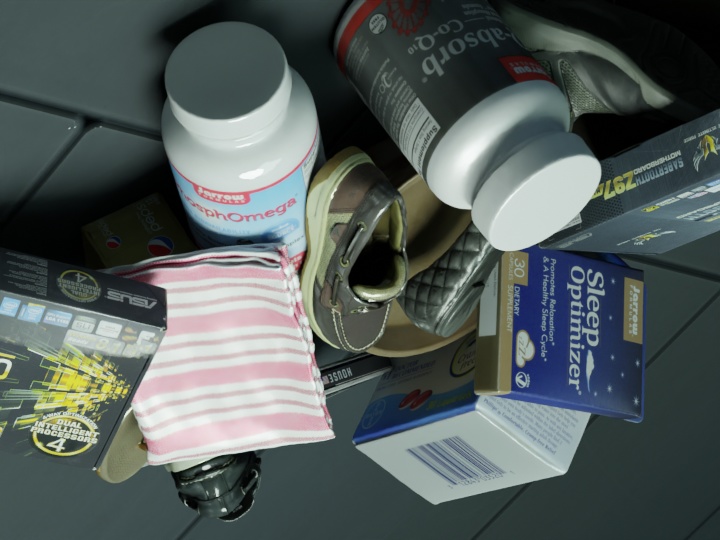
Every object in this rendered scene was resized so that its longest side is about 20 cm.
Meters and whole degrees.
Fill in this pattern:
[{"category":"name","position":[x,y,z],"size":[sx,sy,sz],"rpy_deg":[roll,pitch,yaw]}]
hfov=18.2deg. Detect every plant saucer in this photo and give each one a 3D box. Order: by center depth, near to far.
[{"category":"plant saucer","position":[0.060,-0.019,1.718],"size":[0.200,0.029,0.200],"rpy_deg":[-23,139,-21]}]

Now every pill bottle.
[{"category":"pill bottle","position":[-0.080,-0.082,1.568],"size":[0.109,0.109,0.200],"rpy_deg":[-30,151,-11]},{"category":"pill bottle","position":[0.077,-0.117,1.592],"size":[0.116,0.200,0.116],"rpy_deg":[-27,151,-17]}]

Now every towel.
[{"category":"towel","position":[-0.106,0.066,1.623],"size":[0.146,0.030,0.200],"rpy_deg":[-9,131,5]}]

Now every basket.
[{"category":"basket","position":[0.229,-0.121,1.835],"size":[0.180,0.136,0.200],"rpy_deg":[-2,141,-36]}]

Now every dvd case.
[{"category":"dvd case","position":[-0.087,0.115,1.858],"size":[0.150,0.025,0.200],"rpy_deg":[-26,173,40]}]

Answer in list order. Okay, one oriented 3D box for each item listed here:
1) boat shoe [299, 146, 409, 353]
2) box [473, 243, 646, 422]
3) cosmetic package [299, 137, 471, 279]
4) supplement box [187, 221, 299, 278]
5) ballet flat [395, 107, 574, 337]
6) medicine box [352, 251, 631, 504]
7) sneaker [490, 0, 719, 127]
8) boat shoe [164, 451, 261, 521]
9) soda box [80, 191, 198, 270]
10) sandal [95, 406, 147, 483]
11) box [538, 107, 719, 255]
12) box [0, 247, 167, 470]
[{"category":"boat shoe","position":[0.000,0.000,1.603],"size":[0.073,0.065,0.200],"rpy_deg":[-36,148,-21]},{"category":"box","position":[0.169,0.049,1.761],"size":[0.200,0.122,0.032],"rpy_deg":[13,165,-43]},{"category":"cosmetic package","position":[0.040,-0.047,1.776],"size":[0.200,0.087,0.104],"rpy_deg":[-25,146,-19]},{"category":"supplement box","position":[-0.090,0.014,1.749],"size":[0.066,0.069,0.200],"rpy_deg":[-26,149,-17]},{"category":"ballet flat","position":[0.093,-0.041,1.667],"size":[0.200,0.057,0.066],"rpy_deg":[-56,160,10]},{"category":"medicine box","position":[0.113,0.075,1.861],"size":[0.182,0.103,0.200],"rpy_deg":[-22,-144,53]},{"category":"sneaker","position":[0.180,-0.141,1.698],"size":[0.114,0.199,0.076],"rpy_deg":[108,6,-48]},{"category":"boat shoe","position":[-0.112,0.169,1.804],"size":[0.074,0.066,0.199],"rpy_deg":[-23,176,-6]},{"category":"soda box","position":[-0.161,0.031,1.698],"size":[0.068,0.064,0.200],"rpy_deg":[-26,150,-17]},{"category":"sandal","position":[-0.125,0.098,1.714],"size":[0.200,0.054,0.080],"rpy_deg":[-40,152,8]},{"category":"box","position":[0.251,-0.065,1.696],"size":[0.200,0.051,0.157],"rpy_deg":[-23,164,39]},{"category":"box","position":[-0.252,0.056,1.560],"size":[0.199,0.049,0.161],"rpy_deg":[15,130,-19]}]
